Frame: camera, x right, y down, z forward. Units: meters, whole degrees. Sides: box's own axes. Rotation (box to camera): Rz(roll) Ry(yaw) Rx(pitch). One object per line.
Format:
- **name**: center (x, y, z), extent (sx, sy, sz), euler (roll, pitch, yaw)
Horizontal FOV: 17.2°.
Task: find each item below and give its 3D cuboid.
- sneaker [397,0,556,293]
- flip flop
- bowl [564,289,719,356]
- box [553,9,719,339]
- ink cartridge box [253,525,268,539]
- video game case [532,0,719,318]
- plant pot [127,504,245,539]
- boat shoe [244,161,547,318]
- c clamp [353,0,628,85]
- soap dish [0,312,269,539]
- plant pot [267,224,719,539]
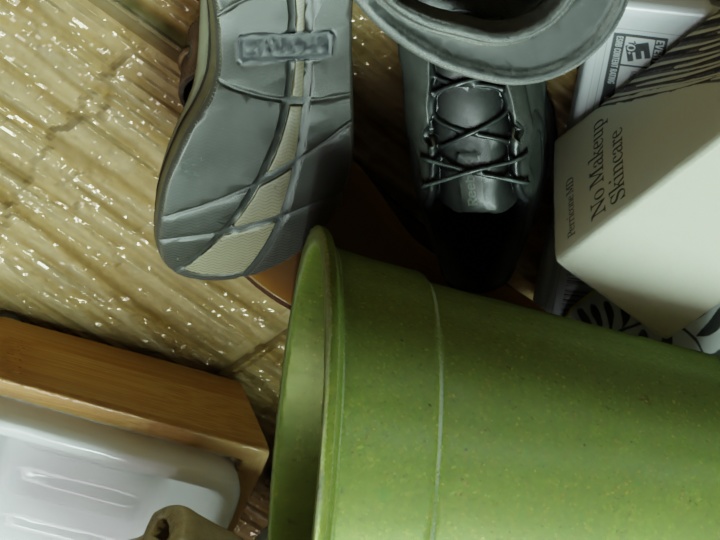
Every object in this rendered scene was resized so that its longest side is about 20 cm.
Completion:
- **sneaker**: center (0.049, -0.074, 0.973), extent (0.075, 0.091, 0.201), euler (-3, 135, 11)
- **flip flop**: center (-0.044, -0.089, 0.981), extent (0.080, 0.058, 0.201), euler (-1, 116, -16)
- **bowl**: center (0.185, 0.080, 1.089), extent (0.199, 0.095, 0.201), euler (4, 149, 2)
- **box**: center (0.168, -0.064, 0.949), extent (0.068, 0.082, 0.200), euler (33, 126, -25)
- **ink cartridge box**: center (0.043, 0.136, 1.207), extent (0.200, 0.047, 0.160), euler (-47, 132, 15)
- **video game case**: center (0.178, -0.038, 1.047), extent (0.181, 0.024, 0.201), euler (6, 136, -1)
- **plant pot**: center (-0.051, 0.212, 1.090), extent (0.183, 0.201, 0.200), euler (37, 129, -14)
- **boat shoe**: center (0.000, 0.000, 1.069), extent (0.200, 0.071, 0.070), euler (37, 174, -12)
- **c clamp**: center (0.044, -0.167, 0.883), extent (0.170, 0.027, 0.201), euler (4, 114, -19)
- **soap dish**: center (-0.145, 0.116, 1.197), extent (0.156, 0.082, 0.201), euler (15, 136, -10)
- **plant pot**: center (0.064, 0.092, 0.967), extent (0.188, 0.201, 0.201), euler (6, 137, -7)
